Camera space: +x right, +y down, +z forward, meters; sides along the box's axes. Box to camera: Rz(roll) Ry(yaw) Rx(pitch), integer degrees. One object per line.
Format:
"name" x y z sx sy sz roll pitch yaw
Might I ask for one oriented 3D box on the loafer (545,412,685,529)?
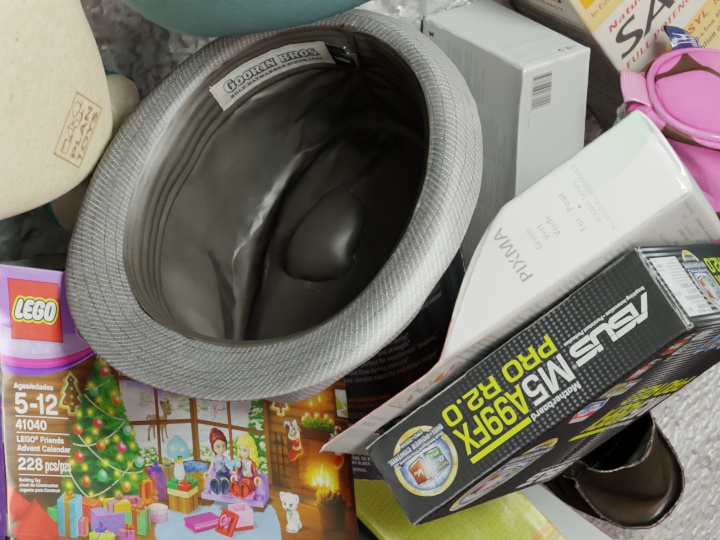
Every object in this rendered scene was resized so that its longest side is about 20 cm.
"loafer" 0.141 0.104 1.350 0.073 0.071 0.200 -52 135 -5

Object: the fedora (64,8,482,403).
"fedora" -0.027 -0.014 0.996 0.090 0.176 0.201 59 45 -55

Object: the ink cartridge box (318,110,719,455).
"ink cartridge box" 0.069 0.012 1.058 0.200 0.050 0.161 -33 168 8

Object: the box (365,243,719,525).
"box" 0.109 0.050 1.091 0.160 0.044 0.200 -38 167 19

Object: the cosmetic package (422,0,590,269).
"cosmetic package" 0.073 -0.033 1.209 0.051 0.082 0.201 -21 126 -34

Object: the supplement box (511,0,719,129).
"supplement box" 0.161 -0.151 1.222 0.126 0.073 0.200 -50 135 -6

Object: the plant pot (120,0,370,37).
"plant pot" -0.054 -0.177 0.963 0.200 0.201 0.135 17 129 -44

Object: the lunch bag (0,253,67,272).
"lunch bag" -0.176 0.092 1.043 0.164 0.117 0.201 -10 117 -42

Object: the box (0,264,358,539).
"box" -0.087 0.076 1.017 0.199 0.039 0.138 7 71 -43

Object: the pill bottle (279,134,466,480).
"pill bottle" 0.000 0.000 1.146 0.106 0.106 0.201 -32 131 -23

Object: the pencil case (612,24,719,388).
"pencil case" 0.158 -0.023 1.201 0.093 0.091 0.201 -1 134 -15

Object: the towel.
"towel" 0.060 0.141 1.235 0.086 0.200 0.018 -45 -178 -36

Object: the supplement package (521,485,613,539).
"supplement package" 0.079 0.245 1.343 0.121 0.120 0.201 -16 123 -32

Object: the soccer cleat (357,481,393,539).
"soccer cleat" -0.063 0.157 1.205 0.200 0.068 0.081 -33 146 -18

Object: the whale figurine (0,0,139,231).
"whale figurine" -0.167 -0.077 0.984 0.160 0.103 0.200 -71 159 -3
